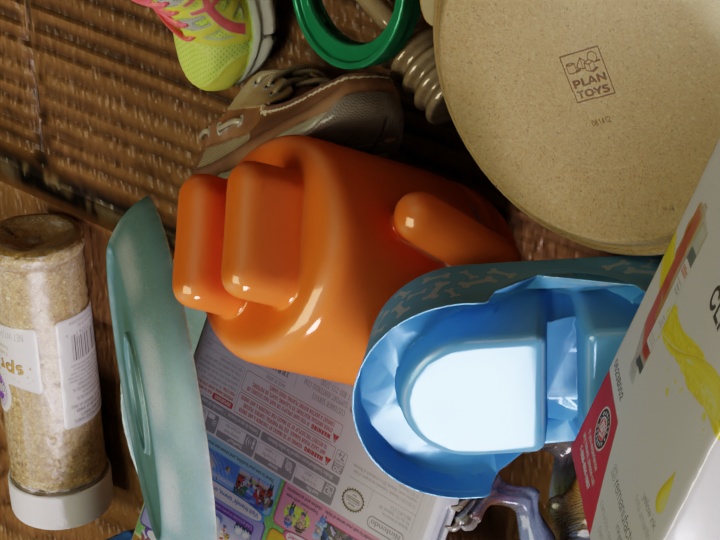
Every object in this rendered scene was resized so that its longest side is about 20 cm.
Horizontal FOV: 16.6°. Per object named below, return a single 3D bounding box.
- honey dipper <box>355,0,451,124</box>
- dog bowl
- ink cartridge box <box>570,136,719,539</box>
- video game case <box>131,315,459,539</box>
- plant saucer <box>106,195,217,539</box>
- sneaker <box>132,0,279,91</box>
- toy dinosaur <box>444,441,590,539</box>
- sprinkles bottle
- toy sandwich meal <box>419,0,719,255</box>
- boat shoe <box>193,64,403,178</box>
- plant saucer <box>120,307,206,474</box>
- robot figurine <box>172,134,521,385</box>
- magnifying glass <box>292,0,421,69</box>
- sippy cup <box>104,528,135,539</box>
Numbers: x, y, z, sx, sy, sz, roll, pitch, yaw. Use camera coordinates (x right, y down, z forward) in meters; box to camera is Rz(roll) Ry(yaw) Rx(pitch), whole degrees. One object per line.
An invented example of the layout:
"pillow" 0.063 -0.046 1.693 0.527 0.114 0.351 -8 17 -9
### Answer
"honey dipper" -0.009 -0.158 1.271 0.200 0.038 0.038 52 140 21
"dog bowl" 0.094 0.046 1.165 0.050 0.199 0.112 -94 1 -57
"ink cartridge box" 0.170 0.047 1.056 0.083 0.145 0.201 16 119 -12
"video game case" -0.036 0.127 1.340 0.200 0.022 0.183 27 102 39
"plant saucer" -0.107 0.062 1.293 0.200 0.027 0.201 171 90 -80
"sneaker" -0.100 -0.164 1.298 0.078 0.090 0.201 45 155 32
"toy dinosaur" 0.124 0.169 1.270 0.182 0.105 0.200 46 130 -12
"sprinkles bottle" -0.200 0.065 1.582 0.068 0.068 0.201 22 125 40
"toy sandwich meal" 0.116 -0.104 1.137 0.204 0.070 0.206 16 120 29
"boat shoe" -0.041 -0.074 1.309 0.200 0.075 0.072 -27 65 57
"plant saucer" -0.051 0.090 1.434 0.200 0.039 0.202 14 115 32
"robot figurine" 0.001 0.000 1.235 0.144 0.199 0.117 -51 46 26
"magnifying glass" 0.009 -0.195 1.208 0.079 0.022 0.201 30 121 36
"sippy cup" -0.124 0.232 1.544 0.178 0.139 0.131 -40 62 46
